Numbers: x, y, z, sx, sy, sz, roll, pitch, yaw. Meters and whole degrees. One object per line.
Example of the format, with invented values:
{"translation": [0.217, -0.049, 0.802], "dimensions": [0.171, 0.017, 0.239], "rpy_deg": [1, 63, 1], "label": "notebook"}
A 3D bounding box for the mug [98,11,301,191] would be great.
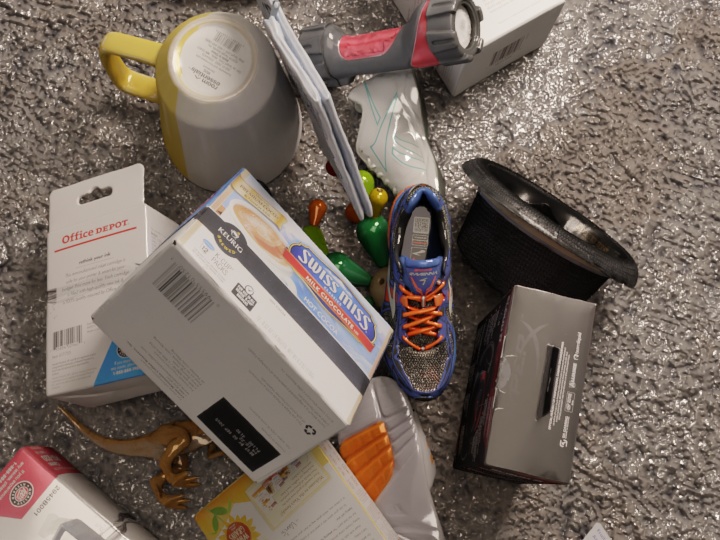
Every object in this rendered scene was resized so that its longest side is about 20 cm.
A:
{"translation": [-0.151, -0.167, 0.838], "dimensions": [0.183, 0.153, 0.152], "rpy_deg": [-13, 78, -5], "label": "mug"}

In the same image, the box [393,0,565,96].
{"translation": [0.103, -0.313, 0.910], "dimensions": [0.123, 0.098, 0.202], "rpy_deg": [-29, 80, -8], "label": "box"}

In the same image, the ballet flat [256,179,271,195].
{"translation": [-0.160, -0.011, 0.849], "dimensions": [0.066, 0.057, 0.201], "rpy_deg": [35, 83, 6], "label": "ballet flat"}

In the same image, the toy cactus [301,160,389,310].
{"translation": [0.000, 0.000, 0.845], "dimensions": [0.162, 0.102, 0.203], "rpy_deg": [20, 68, -7], "label": "toy cactus"}

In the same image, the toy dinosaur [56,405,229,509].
{"translation": [-0.185, 0.167, 0.819], "dimensions": [0.196, 0.061, 0.107], "rpy_deg": [-12, 49, -3], "label": "toy dinosaur"}

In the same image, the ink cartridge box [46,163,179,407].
{"translation": [-0.230, 0.015, 0.812], "dimensions": [0.114, 0.068, 0.204], "rpy_deg": [-13, 69, 17], "label": "ink cartridge box"}

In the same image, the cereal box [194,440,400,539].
{"translation": [-0.040, 0.260, 0.781], "dimensions": [0.143, 0.039, 0.201], "rpy_deg": [-39, 82, 10], "label": "cereal box"}

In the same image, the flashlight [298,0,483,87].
{"translation": [0.022, -0.229, 0.852], "dimensions": [0.197, 0.068, 0.069], "rpy_deg": [4, 71, 36], "label": "flashlight"}

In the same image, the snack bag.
{"translation": [-0.051, -0.165, 0.775], "dimensions": [0.021, 0.189, 0.202], "rpy_deg": [-27, 62, -1], "label": "snack bag"}

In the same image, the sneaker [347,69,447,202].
{"translation": [0.041, -0.110, 0.883], "dimensions": [0.079, 0.070, 0.204], "rpy_deg": [-15, 74, 8], "label": "sneaker"}

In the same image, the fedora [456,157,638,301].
{"translation": [0.165, -0.021, 0.832], "dimensions": [0.199, 0.201, 0.092], "rpy_deg": [34, 108, 5], "label": "fedora"}

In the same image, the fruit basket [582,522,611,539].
{"translation": [0.220, 0.348, 0.738], "dimensions": [0.199, 0.094, 0.187], "rpy_deg": [-30, 83, -38], "label": "fruit basket"}

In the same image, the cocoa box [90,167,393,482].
{"translation": [-0.093, 0.046, 0.727], "dimensions": [0.200, 0.133, 0.132], "rpy_deg": [47, 35, -11], "label": "cocoa box"}

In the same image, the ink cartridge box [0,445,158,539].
{"translation": [-0.263, 0.277, 0.767], "dimensions": [0.199, 0.085, 0.146], "rpy_deg": [38, 78, 5], "label": "ink cartridge box"}

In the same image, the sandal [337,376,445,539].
{"translation": [0.036, 0.203, 0.810], "dimensions": [0.078, 0.059, 0.211], "rpy_deg": [-17, 87, 16], "label": "sandal"}

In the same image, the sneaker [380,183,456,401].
{"translation": [0.051, 0.015, 0.777], "dimensions": [0.074, 0.078, 0.204], "rpy_deg": [-4, 80, 1], "label": "sneaker"}

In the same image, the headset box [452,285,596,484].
{"translation": [0.142, 0.108, 0.761], "dimensions": [0.074, 0.200, 0.151], "rpy_deg": [12, 76, 1], "label": "headset box"}
